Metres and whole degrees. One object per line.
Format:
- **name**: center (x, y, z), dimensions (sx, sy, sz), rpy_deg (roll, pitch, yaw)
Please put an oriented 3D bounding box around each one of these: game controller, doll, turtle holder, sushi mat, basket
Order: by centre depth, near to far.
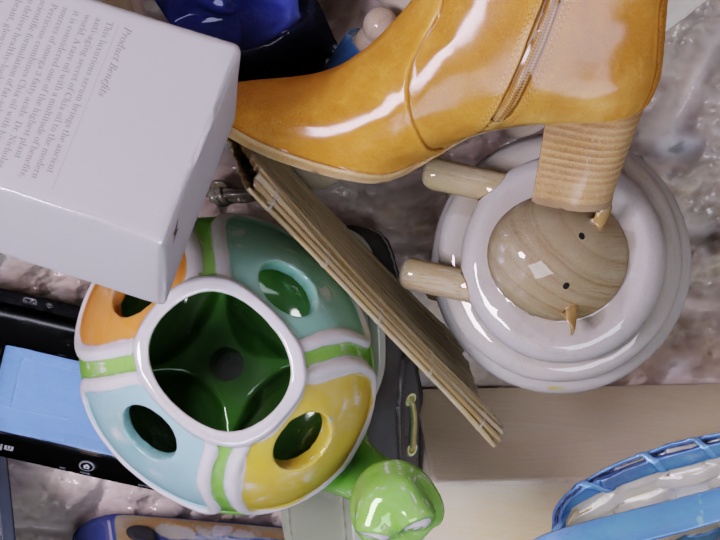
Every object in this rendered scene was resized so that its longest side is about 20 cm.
- **doll**: center (-0.046, -0.112, 1.377), dimensions (0.136, 0.049, 0.200), rpy_deg (-6, 133, 20)
- **turtle holder**: center (-0.056, 0.061, 1.392), dimensions (0.140, 0.132, 0.186), rpy_deg (-22, 88, -2)
- **sushi mat**: center (0.000, 0.000, 1.396), dimensions (0.012, 0.096, 0.200), rpy_deg (-39, 122, 8)
- **basket**: center (0.170, 0.147, 1.450), dimensions (0.175, 0.140, 0.200), rpy_deg (-14, 159, 2)
- **game controller**: center (-0.130, 0.065, 1.498), dimensions (0.199, 0.042, 0.105), rpy_deg (13, 124, -6)

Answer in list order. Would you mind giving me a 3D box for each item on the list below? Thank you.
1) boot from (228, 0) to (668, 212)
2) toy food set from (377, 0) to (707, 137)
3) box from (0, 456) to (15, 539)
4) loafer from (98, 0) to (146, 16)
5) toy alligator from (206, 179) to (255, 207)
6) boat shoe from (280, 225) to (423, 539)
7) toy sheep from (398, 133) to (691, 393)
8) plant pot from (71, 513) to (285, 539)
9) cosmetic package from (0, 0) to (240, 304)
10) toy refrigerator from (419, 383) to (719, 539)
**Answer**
- **boot**: center (0.036, -0.111, 1.314), dimensions (0.200, 0.071, 0.145), rpy_deg (10, 116, 3)
- **toy food set**: center (0.093, -0.169, 1.361), dimensions (0.200, 0.060, 0.143), rpy_deg (-38, 112, 19)
- **box**: center (-0.197, 0.212, 1.517), dimensions (0.051, 0.200, 0.158), rpy_deg (-2, 129, -10)
- **loafer**: center (-0.164, -0.147, 1.313), dimensions (0.075, 0.068, 0.200), rpy_deg (-6, 129, 36)
- **toy alligator**: center (-0.140, -0.043, 1.423), dimensions (0.199, 0.059, 0.055), rpy_deg (-12, 96, -21)
- **boat shoe**: center (-0.002, 0.063, 1.520), dimensions (0.060, 0.072, 0.202), rpy_deg (-23, 127, -42)
- **toy sheep**: center (0.094, -0.004, 1.426), dimensions (0.137, 0.200, 0.139), rpy_deg (0, 91, 10)
- **plant pot**: center (-0.074, 0.244, 1.571), dimensions (0.199, 0.200, 0.181), rpy_deg (6, 120, -13)
- **cosmetic package**: center (-0.161, -0.070, 1.273), dimensions (0.199, 0.102, 0.071), rpy_deg (18, 156, 4)
- **toy refrigerator**: center (0.127, 0.111, 1.566), dimensions (0.199, 0.076, 0.070), rpy_deg (-1, 128, -9)
